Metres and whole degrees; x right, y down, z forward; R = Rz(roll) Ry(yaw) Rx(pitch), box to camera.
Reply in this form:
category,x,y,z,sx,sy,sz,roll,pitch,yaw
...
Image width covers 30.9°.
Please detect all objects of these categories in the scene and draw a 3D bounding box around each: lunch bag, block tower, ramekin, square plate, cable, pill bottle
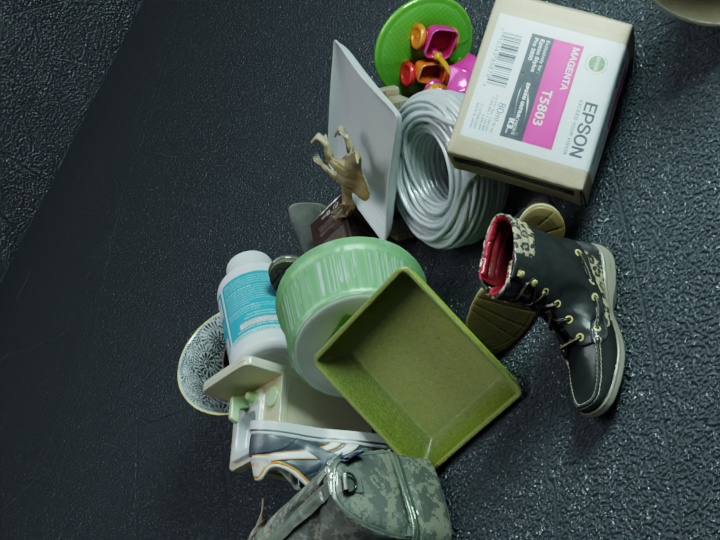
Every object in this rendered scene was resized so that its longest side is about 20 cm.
category,x,y,z,sx,sy,sz,roll,pitch,yaw
lunch bag,-0.014,0.298,1.511,0.200,0.167,0.140,-46,46,36
block tower,0.040,-0.143,1.758,0.058,0.054,0.202,-146,46,-60
ramekin,-0.005,0.066,1.636,0.201,0.199,0.098,-53,28,28
square plate,0.007,-0.172,1.710,0.200,0.028,0.200,-124,30,-44
cable,0.107,-0.130,1.638,0.200,0.069,0.201,50,141,41
pill bottle,-0.141,0.066,1.832,0.111,0.110,0.201,-50,38,31

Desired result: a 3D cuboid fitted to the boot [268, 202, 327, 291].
category,x,y,z,sx,sy,sz,roll,pitch,yaw
boot,-0.073,-0.032,1.871,0.072,0.181,0.201,-38,43,25

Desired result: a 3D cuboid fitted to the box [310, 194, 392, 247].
category,x,y,z,sx,sy,sz,roll,pitch,yaw
box,0.000,0.000,1.779,0.075,0.100,0.201,-43,35,22

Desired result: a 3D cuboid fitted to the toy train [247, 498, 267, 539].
category,x,y,z,sx,sy,sz,roll,pitch,yaw
toy train,-0.131,0.415,1.765,0.115,0.084,0.202,1,72,50

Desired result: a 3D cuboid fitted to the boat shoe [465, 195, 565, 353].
category,x,y,z,sx,sy,sz,roll,pitch,yaw
boat shoe,0.181,0.005,1.498,0.201,0.073,0.065,-63,1,28

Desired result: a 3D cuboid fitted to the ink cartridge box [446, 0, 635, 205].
category,x,y,z,sx,sy,sz,roll,pitch,yaw
ink cartridge box,0.205,-0.196,1.475,0.075,0.163,0.202,41,-114,-74

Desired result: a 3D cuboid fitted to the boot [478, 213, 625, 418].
category,x,y,z,sx,sy,sz,roll,pitch,yaw
boot,0.197,0.042,1.342,0.073,0.150,0.202,-32,45,49

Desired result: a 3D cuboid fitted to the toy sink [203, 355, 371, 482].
category,x,y,z,sx,sy,sz,roll,pitch,yaw
toy sink,-0.100,0.207,1.714,0.130,0.199,0.113,-33,45,47

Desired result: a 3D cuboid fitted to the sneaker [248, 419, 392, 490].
category,x,y,z,sx,sy,sz,roll,pitch,yaw
sneaker,-0.043,0.234,1.610,0.078,0.198,0.080,146,129,-70

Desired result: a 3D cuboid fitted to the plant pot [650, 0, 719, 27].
category,x,y,z,sx,sy,sz,roll,pitch,yaw
plant pot,0.373,-0.386,1.320,0.187,0.186,0.201,-38,26,45

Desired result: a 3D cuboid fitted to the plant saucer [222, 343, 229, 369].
category,x,y,z,sx,sy,sz,roll,pitch,yaw
plant saucer,-0.102,0.117,1.870,0.198,0.035,0.202,-12,48,14

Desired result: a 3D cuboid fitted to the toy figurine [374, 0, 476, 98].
category,x,y,z,sx,sy,sz,roll,pitch,yaw
toy figurine,0.113,-0.237,1.738,0.184,0.149,0.202,56,136,47

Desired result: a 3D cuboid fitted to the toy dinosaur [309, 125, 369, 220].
category,x,y,z,sx,sy,sz,roll,pitch,yaw
toy dinosaur,-0.016,-0.139,1.700,0.102,0.058,0.200,55,162,14

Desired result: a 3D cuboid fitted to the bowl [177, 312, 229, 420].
category,x,y,z,sx,sy,sz,roll,pitch,yaw
bowl,-0.166,0.155,1.954,0.199,0.095,0.202,-12,49,14

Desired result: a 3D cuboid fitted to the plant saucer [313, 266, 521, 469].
category,x,y,z,sx,sy,sz,roll,pitch,yaw
plant saucer,0.071,0.115,1.534,0.200,0.200,0.048,-46,-5,35
